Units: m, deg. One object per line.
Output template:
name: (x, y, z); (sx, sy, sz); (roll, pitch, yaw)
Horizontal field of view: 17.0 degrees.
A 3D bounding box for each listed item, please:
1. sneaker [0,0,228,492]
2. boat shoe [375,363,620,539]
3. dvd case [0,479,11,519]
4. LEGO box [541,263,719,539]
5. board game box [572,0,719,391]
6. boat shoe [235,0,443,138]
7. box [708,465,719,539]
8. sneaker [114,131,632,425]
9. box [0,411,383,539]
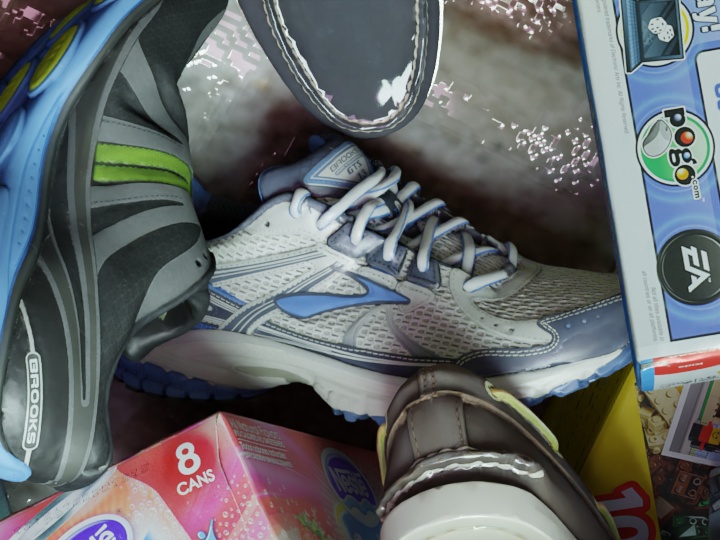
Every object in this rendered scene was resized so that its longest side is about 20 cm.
sneaker: (-0.082, -0.018, 0.748); (0.083, 0.200, 0.071); (35, 141, -24)
boat shoe: (0.055, 0.100, 0.767); (0.072, 0.060, 0.200); (-17, 143, 14)
dvd case: (-0.201, 0.091, 0.837); (0.199, 0.022, 0.146); (8, 122, 29)
LEGO box: (0.153, 0.048, 0.832); (0.149, 0.077, 0.200); (19, 115, -8)
board game box: (0.163, -0.078, 0.720); (0.195, 0.056, 0.201); (-9, 78, 5)
boat shoe: (-0.018, -0.125, 0.754); (0.072, 0.063, 0.201); (-10, 116, 5)
box: (0.155, 0.148, 0.710); (0.050, 0.200, 0.158); (-24, 98, 13)
sneaker: (0.000, 0.000, 0.788); (0.199, 0.077, 0.085); (2, 105, 25)
box: (-0.035, 0.116, 0.794); (0.102, 0.200, 0.095); (-27, 74, 13)
